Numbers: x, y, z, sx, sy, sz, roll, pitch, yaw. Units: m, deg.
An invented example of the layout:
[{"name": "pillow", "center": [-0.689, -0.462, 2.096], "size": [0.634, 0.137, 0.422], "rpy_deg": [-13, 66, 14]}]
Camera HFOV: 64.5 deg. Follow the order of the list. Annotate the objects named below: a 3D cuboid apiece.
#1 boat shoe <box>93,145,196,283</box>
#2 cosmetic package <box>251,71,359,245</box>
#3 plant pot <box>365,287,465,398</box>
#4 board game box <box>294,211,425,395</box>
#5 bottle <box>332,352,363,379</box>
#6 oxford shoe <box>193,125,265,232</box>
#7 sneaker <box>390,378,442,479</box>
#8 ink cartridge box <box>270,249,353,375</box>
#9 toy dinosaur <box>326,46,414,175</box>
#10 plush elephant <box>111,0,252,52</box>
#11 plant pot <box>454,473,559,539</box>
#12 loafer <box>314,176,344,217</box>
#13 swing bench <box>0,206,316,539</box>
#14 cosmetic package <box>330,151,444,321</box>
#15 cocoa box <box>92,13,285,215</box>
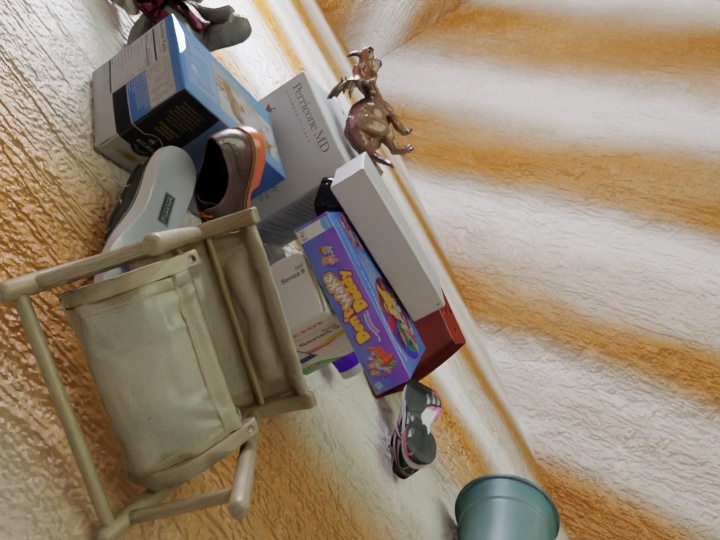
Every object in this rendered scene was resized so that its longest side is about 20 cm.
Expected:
[{"name": "boat shoe", "center": [-0.218, -0.038, 0.567], "size": [0.069, 0.056, 0.202], "rpy_deg": [46, 41, -41]}, {"name": "cosmetic package", "center": [-0.105, -0.163, 0.895], "size": [0.169, 0.199, 0.166], "rpy_deg": [65, 15, 12]}, {"name": "plant pot", "center": [0.096, 0.117, 1.135], "size": [0.202, 0.175, 0.200], "rpy_deg": [66, 15, 14]}, {"name": "board game box", "center": [0.006, 0.029, 0.677], "size": [0.202, 0.044, 0.134], "rpy_deg": [63, 15, 1]}, {"name": "bottle", "center": [-0.057, 0.072, 0.881], "size": [0.201, 0.083, 0.065], "rpy_deg": [61, 27, -9]}, {"name": "oxford shoe", "center": [-0.164, -0.064, 0.650], "size": [0.072, 0.071, 0.202], "rpy_deg": [-28, 135, -58]}, {"name": "sneaker", "center": [0.086, 0.279, 1.011], "size": [0.080, 0.087, 0.200], "rpy_deg": [32, 30, -3]}, {"name": "ink cartridge box", "center": [-0.072, 0.062, 0.730], "size": [0.200, 0.144, 0.088], "rpy_deg": [33, 32, -62]}, {"name": "toy dinosaur", "center": [0.007, -0.221, 0.838], "size": [0.135, 0.085, 0.202], "rpy_deg": [42, 36, -35]}, {"name": "plush elephant", "center": [-0.269, -0.373, 0.797], "size": [0.200, 0.164, 0.156], "rpy_deg": [35, -30, 56]}, {"name": "plant pot", "center": [0.255, 0.510, 1.014], "size": [0.202, 0.199, 0.196], "rpy_deg": [60, 24, -11]}, {"name": "loafer", "center": [-0.020, -0.075, 0.833], "size": [0.201, 0.070, 0.069], "rpy_deg": [76, 33, -76]}, {"name": "swing bench", "center": [-0.141, 0.068, 0.470], "size": [0.200, 0.128, 0.201], "rpy_deg": [-48, 122, -76]}, {"name": "cosmetic package", "center": [0.036, -0.041, 0.712], "size": [0.201, 0.050, 0.083], "rpy_deg": [57, 13, -19]}, {"name": "cocoa box", "center": [-0.207, -0.177, 0.711], "size": [0.200, 0.130, 0.135], "rpy_deg": [38, 28, -56]}]
